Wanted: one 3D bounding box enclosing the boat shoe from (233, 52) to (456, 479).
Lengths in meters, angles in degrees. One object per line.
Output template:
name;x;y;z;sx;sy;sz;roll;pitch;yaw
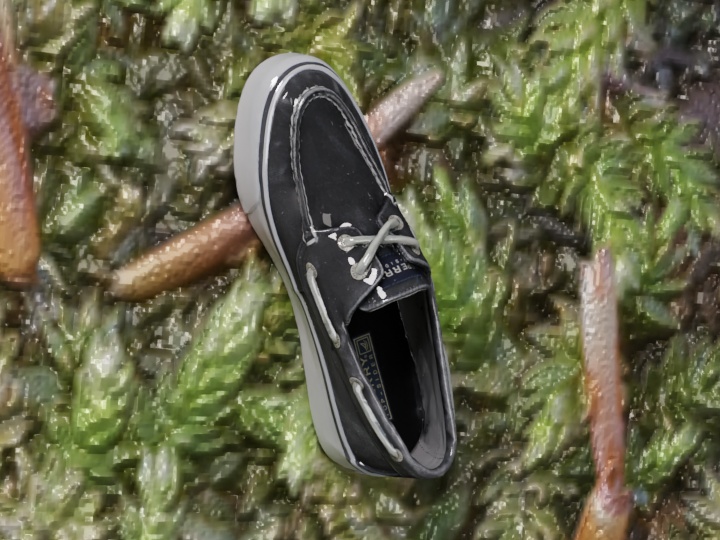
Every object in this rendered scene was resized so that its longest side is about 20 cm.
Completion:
boat shoe;0.000;0.000;1.216;0.072;0.068;0.201;-20;105;-33
